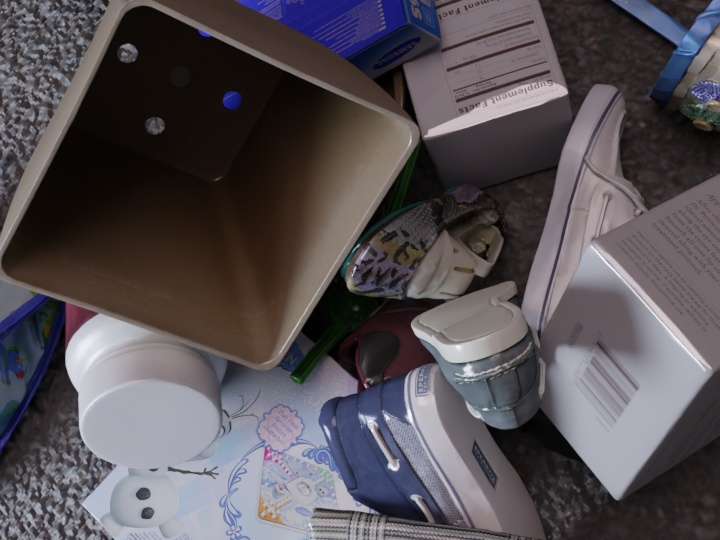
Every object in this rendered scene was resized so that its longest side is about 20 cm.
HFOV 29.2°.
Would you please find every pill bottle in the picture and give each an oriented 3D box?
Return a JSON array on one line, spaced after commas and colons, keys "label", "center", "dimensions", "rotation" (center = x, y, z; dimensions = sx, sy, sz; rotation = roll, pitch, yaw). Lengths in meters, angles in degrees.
[{"label": "pill bottle", "center": [-0.153, 0.032, 0.984], "dimensions": [0.113, 0.115, 0.201], "rotation": [-17, 47, 6]}]

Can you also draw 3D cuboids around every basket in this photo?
[{"label": "basket", "center": [0.250, -0.186, 0.976], "dimensions": [0.200, 0.176, 0.139], "rotation": [43, 87, 12]}]

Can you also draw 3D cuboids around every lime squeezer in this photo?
[{"label": "lime squeezer", "center": [0.000, 0.000, 1.009], "dimensions": [0.037, 0.071, 0.201], "rotation": [17, 71, 32]}]

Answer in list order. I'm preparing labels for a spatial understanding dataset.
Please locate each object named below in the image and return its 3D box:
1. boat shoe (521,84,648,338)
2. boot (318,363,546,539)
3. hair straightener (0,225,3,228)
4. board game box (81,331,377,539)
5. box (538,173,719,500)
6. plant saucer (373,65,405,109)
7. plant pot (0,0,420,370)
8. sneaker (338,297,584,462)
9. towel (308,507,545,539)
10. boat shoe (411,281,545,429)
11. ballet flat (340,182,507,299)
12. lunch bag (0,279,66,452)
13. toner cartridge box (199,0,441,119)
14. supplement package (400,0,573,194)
[{"label": "boat shoe", "center": [0.178, -0.032, 0.988], "dimensions": [0.085, 0.075, 0.204], "rotation": [14, 75, 17]}, {"label": "boot", "center": [0.053, 0.153, 0.915], "dimensions": [0.090, 0.201, 0.073], "rotation": [-17, 22, 26]}, {"label": "hair straightener", "center": [-0.232, -0.030, 1.103], "dimensions": [0.199, 0.041, 0.077], "rotation": [-29, 66, 5]}, {"label": "board game box", "center": [-0.061, 0.160, 0.985], "dimensions": [0.200, 0.043, 0.199], "rotation": [39, 81, 22]}, {"label": "box", "center": [0.222, 0.027, 0.875], "dimensions": [0.199, 0.153, 0.107], "rotation": [-25, 63, -31]}, {"label": "plant saucer", "center": [-0.045, -0.107, 1.057], "dimensions": [0.199, 0.029, 0.202], "rotation": [-10, 72, 33]}, {"label": "plant pot", "center": [-0.108, -0.089, 0.906], "dimensions": [0.201, 0.199, 0.178], "rotation": [-57, 27, 23]}, {"label": "sneaker", "center": [0.066, 0.092, 0.948], "dimensions": [0.199, 0.076, 0.115], "rotation": [33, 51, 30]}, {"label": "towel", "center": [0.050, 0.258, 0.880], "dimensions": [0.191, 0.035, 0.202], "rotation": [6, 103, 14]}, {"label": "boat shoe", "center": [0.077, 0.051, 0.859], "dimensions": [0.072, 0.200, 0.062], "rotation": [-22, 96, 2]}, {"label": "ballet flat", "center": [0.057, -0.016, 0.956], "dimensions": [0.071, 0.200, 0.073], "rotation": [7, 106, 24]}, {"label": "lunch bag", "center": [-0.331, 0.054, 1.038], "dimensions": [0.169, 0.128, 0.201], "rotation": [29, 78, 20]}, {"label": "toner cartridge box", "center": [-0.038, -0.171, 1.016], "dimensions": [0.199, 0.043, 0.096], "rotation": [-24, 67, 33]}, {"label": "supplement package", "center": [0.083, -0.176, 1.042], "dimensions": [0.109, 0.114, 0.202], "rotation": [-17, 68, 7]}]
